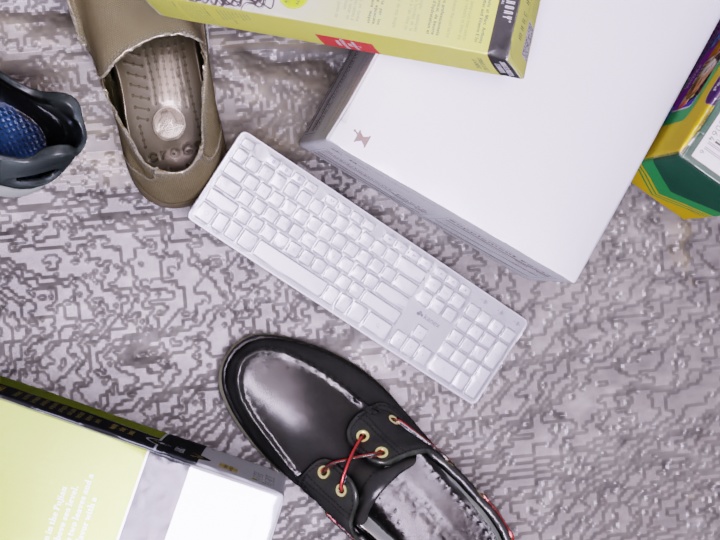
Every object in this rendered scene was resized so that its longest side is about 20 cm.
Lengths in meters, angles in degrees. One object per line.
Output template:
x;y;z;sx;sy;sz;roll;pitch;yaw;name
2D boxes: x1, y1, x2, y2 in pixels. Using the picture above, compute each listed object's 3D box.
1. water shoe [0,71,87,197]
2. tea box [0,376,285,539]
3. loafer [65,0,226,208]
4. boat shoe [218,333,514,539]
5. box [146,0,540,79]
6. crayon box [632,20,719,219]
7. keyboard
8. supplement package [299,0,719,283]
-0.236;-0.098;1.521;0.199;0.079;0.072;16;67;-29;water shoe
-0.148;0.138;1.493;0.196;0.200;0.134;20;88;0;tea box
-0.115;-0.132;1.569;0.076;0.067;0.201;-21;94;-8;loafer
0.007;0.108;1.596;0.201;0.063;0.074;43;87;-6;boat shoe
-0.008;-0.152;1.498;0.199;0.050;0.076;10;81;13;box
0.226;-0.125;1.568;0.058;0.173;0.200;35;86;-4;crayon box
0.000;0.000;1.599;0.200;0.011;0.056;34;85;-19;keyboard
0.087;-0.117;1.579;0.155;0.111;0.201;30;87;-8;supplement package
